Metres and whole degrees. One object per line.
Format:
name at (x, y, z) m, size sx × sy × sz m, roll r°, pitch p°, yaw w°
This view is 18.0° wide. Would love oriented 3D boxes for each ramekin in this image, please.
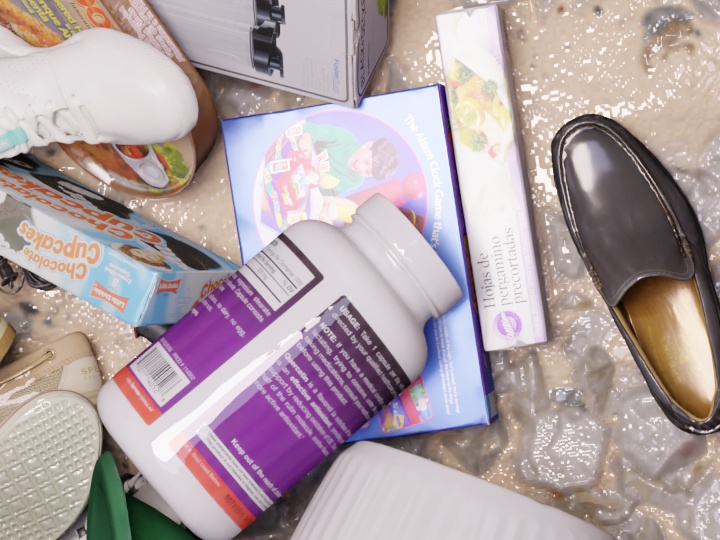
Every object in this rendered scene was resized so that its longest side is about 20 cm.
ramekin at (0.055, 0.166, 1.267) m, size 0.201 × 0.202 × 0.095 m, roll 20°, pitch 83°, yaw 9°

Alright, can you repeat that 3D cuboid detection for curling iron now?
curling iron at (-0.140, 0.032, 1.375) m, size 0.199 × 0.026 × 0.050 m, roll 32°, pitch 60°, yaw 3°

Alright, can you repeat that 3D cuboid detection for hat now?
hat at (-0.059, 0.200, 1.271) m, size 0.175 × 0.166 × 0.202 m, roll -1°, pitch 92°, yaw -13°

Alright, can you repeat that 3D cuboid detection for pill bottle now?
pill bottle at (-0.042, 0.050, 1.261) m, size 0.200 × 0.112 × 0.113 m, roll -40°, pitch 85°, yaw -5°

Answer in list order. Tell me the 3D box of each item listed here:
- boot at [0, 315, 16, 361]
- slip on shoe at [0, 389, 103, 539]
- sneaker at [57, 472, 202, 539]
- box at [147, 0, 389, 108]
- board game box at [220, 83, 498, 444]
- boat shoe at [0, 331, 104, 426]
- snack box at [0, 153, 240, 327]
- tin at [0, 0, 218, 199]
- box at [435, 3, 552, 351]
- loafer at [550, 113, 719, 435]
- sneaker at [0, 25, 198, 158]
boot at (-0.316, 0.010, 1.330) m, size 0.199 × 0.073 × 0.156 m, roll -9°, pitch 128°, yaw 38°
slip on shoe at (-0.211, 0.145, 1.349) m, size 0.074 × 0.061 × 0.201 m, roll 21°, pitch 119°, yaw -15°
sneaker at (-0.139, 0.156, 1.356) m, size 0.088 × 0.074 × 0.201 m, roll 24°, pitch 98°, yaw 11°
box at (-0.084, -0.175, 1.307) m, size 0.199 × 0.117 × 0.060 m, roll 15°, pitch 51°, yaw 15°
board game box at (0.000, 0.000, 1.342) m, size 0.133 × 0.045 × 0.202 m, roll -8°, pitch 90°, yaw 10°
boat shoe at (-0.251, 0.093, 1.381) m, size 0.199 × 0.071 × 0.065 m, roll -18°, pitch 84°, yaw 0°
snack box at (-0.175, -0.026, 1.315) m, size 0.199 × 0.116 × 0.037 m, roll 27°, pitch 101°, yaw 21°
tin at (-0.159, -0.129, 1.318) m, size 0.112 × 0.042 × 0.200 m, roll -5°, pitch 127°, yaw 47°
box at (0.078, -0.055, 1.330) m, size 0.038 × 0.041 × 0.202 m, roll -9°, pitch 91°, yaw 11°
loafer at (0.167, 0.000, 1.299) m, size 0.073 × 0.072 × 0.201 m, roll -29°, pitch 86°, yaw 10°
sneaker at (-0.186, -0.089, 1.279) m, size 0.199 × 0.089 × 0.076 m, roll 10°, pitch 136°, yaw 29°
